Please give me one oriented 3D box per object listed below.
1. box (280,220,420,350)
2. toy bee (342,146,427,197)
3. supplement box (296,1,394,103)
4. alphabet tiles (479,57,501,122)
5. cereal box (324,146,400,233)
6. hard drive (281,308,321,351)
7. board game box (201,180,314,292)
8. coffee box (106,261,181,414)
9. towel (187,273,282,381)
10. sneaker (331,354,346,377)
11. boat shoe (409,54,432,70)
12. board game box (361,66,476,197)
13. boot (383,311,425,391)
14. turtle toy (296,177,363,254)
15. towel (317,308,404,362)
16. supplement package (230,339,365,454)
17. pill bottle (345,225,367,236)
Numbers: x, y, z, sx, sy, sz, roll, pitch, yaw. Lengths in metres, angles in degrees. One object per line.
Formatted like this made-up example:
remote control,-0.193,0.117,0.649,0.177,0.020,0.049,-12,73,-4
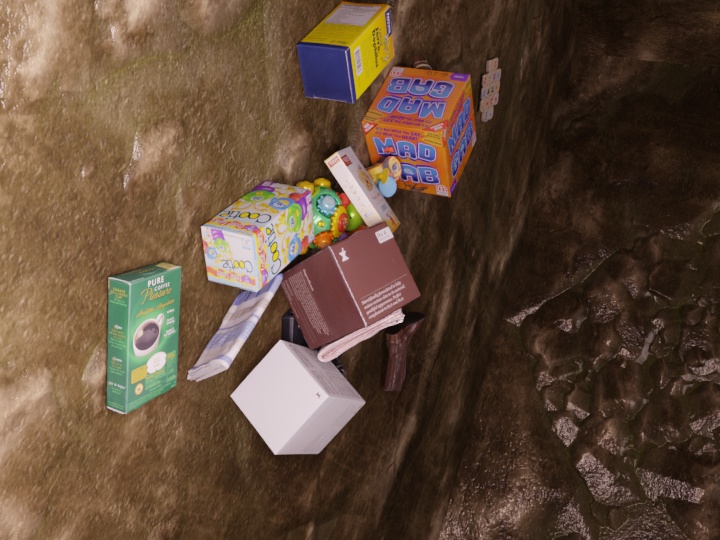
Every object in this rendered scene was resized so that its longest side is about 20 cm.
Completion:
box,-0.026,0.031,1.506,0.165,0.199,0.167,-25,89,-40
toy bee,0.046,-0.221,1.749,0.198,0.129,0.111,-18,104,-45
supplement box,-0.024,-0.425,1.491,0.201,0.107,0.111,-56,149,-40
alphabet tiles,0.432,-0.604,2.575,0.195,0.014,0.204,-39,136,-56
cereal box,0.008,-0.161,1.604,0.202,0.039,0.144,57,16,-6
hard drive,-0.110,0.120,1.660,0.200,0.042,0.138,-34,131,-58
board game box,-0.173,-0.064,1.339,0.200,0.103,0.105,-47,143,-51
coffee box,-0.323,0.096,1.151,0.123,0.043,0.204,-28,127,-61
towel,-0.214,0.097,1.313,0.024,0.146,0.202,41,55,-18
sneaker,-0.067,0.222,1.726,0.199,0.112,0.078,-23,125,-65
boat shoe,0.148,-0.450,1.926,0.204,0.073,0.076,96,-17,-57
board game box,0.145,-0.328,1.816,0.202,0.196,0.201,-62,153,-32
boot,0.126,0.238,2.238,0.185,0.063,0.204,-27,124,-45
turtle toy,-0.064,-0.109,1.573,0.199,0.099,0.149,-24,124,-62
towel,0.004,0.128,1.581,0.033,0.188,0.200,63,2,1
supplement package,-0.118,0.252,1.511,0.152,0.151,0.200,-47,156,6
pill bottle,0.000,0.000,1.724,0.107,0.104,0.203,66,18,-55
